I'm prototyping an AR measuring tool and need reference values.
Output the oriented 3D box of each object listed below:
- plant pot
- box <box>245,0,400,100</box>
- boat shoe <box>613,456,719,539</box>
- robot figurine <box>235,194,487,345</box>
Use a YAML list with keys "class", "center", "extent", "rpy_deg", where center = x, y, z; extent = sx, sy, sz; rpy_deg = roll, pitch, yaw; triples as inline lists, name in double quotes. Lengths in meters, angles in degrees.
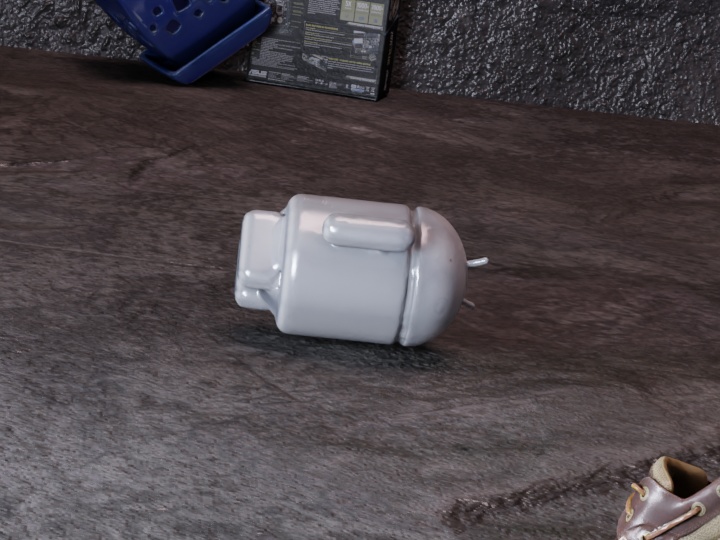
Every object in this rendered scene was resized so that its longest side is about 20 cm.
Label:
- class: "plant pot"
  center: [-0.248, -0.382, 3.257]
  extent: [0.200, 0.180, 0.200]
  rpy_deg: [-37, 24, -10]
- class: "box"
  center: [-0.052, -0.342, 3.333]
  extent: [0.199, 0.164, 0.086]
  rpy_deg: [9, 13, 11]
- class: "boat shoe"
  center: [0.184, 0.139, 1.310]
  extent: [0.200, 0.072, 0.072]
  rpy_deg: [-27, -11, 32]
- class: "robot figurine"
  center: [0.000, 0.000, 1.889]
  extent: [0.199, 0.113, 0.170]
  rpy_deg: [6, -21, -5]
